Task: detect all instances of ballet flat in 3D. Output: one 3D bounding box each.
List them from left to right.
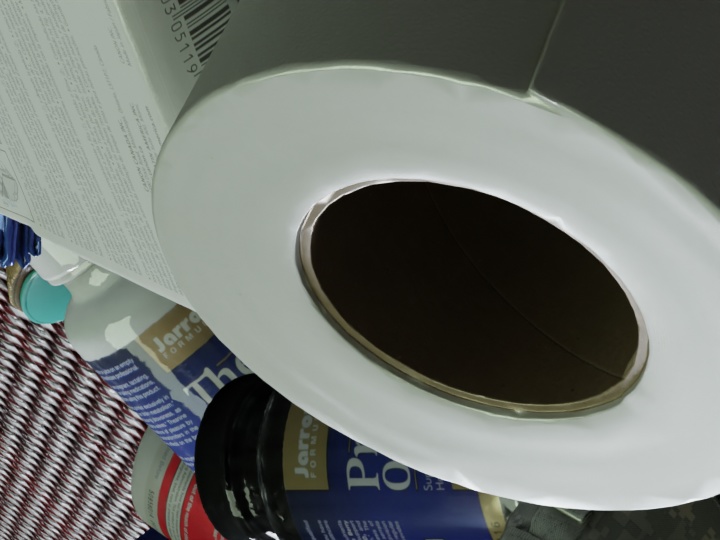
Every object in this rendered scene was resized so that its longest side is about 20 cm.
[{"bbox_3d":[-0.176,-0.031,1.236,0.065,0.070,0.200,65,160,15],"label":"ballet flat"}]

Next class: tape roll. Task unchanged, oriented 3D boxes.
[{"bbox_3d":[0.054,-0.040,0.654,0.202,0.139,0.203,16,145,12],"label":"tape roll"}]

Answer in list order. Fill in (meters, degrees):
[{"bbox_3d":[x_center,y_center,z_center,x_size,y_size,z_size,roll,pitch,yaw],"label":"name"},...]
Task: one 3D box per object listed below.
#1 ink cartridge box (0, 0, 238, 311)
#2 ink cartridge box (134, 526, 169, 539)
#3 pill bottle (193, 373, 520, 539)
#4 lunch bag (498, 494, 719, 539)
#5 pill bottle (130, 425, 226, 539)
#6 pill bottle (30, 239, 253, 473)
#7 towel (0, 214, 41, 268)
[{"bbox_3d":[-0.110,-0.077,0.763,0.200,0.050,0.161,25,144,44],"label":"ink cartridge box"},{"bbox_3d":[-0.058,0.195,1.271,0.200,0.200,0.041,28,129,25],"label":"ink cartridge box"},{"bbox_3d":[0.025,0.086,0.976,0.200,0.112,0.112,-5,132,38],"label":"pill bottle"},{"bbox_3d":[0.129,0.097,0.819,0.117,0.164,0.200,25,154,29],"label":"lunch bag"},{"bbox_3d":[-0.024,0.142,1.219,0.200,0.112,0.112,30,155,26],"label":"pill bottle"},{"bbox_3d":[-0.080,0.030,1.107,0.200,0.111,0.111,48,157,-16],"label":"pill bottle"},{"bbox_3d":[-0.167,-0.113,0.920,0.200,0.024,0.145,-115,22,-45],"label":"towel"}]
